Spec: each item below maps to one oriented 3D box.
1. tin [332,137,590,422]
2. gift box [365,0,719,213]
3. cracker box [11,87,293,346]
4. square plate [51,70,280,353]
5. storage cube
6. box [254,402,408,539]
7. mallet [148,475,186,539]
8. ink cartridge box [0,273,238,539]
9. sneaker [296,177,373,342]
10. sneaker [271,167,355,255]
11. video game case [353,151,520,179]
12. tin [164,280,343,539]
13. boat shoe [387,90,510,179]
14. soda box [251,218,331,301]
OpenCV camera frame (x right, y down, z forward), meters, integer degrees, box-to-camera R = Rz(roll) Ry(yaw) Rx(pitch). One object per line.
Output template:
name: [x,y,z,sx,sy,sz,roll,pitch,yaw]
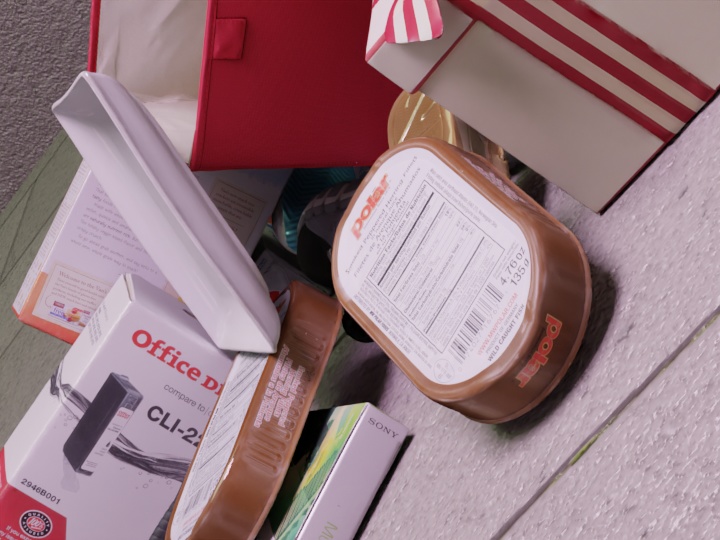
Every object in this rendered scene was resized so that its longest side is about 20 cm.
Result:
tin: [0.049,0.000,1.072,0.112,0.042,0.200,-56,36,8]
gift box: [0.111,-0.168,1.090,0.185,0.187,0.200,-50,16,23]
cracker box: [-0.147,-0.030,1.440,0.200,0.134,0.058,-63,17,1]
square plate: [-0.120,-0.036,1.252,0.028,0.198,0.200,-36,7,-12]
storage cube: [-0.061,-0.173,1.310,0.171,0.179,0.201,31,119,53]
box: [-0.052,0.154,1.223,0.145,0.036,0.200,-62,17,-17]
mallet: [-0.165,0.218,1.319,0.041,0.066,0.200,-106,39,-75]
ink cartridge box: [-0.157,0.125,1.393,0.200,0.144,0.084,-56,17,5]
sneaker: [0.000,0.000,1.306,0.200,0.075,0.116,-31,32,56]
sneaker: [-0.031,-0.056,1.526,0.081,0.076,0.200,-59,7,28]
video game case: [0.036,-0.138,1.347,0.182,0.022,0.201,-33,67,56]
tin: [-0.066,0.095,1.227,0.112,0.042,0.200,-39,26,53]
boat shoe: [0.065,-0.025,1.167,0.074,0.069,0.200,-33,48,40]
soda box: [-0.076,-0.004,1.554,0.068,0.063,0.200,-53,16,10]
